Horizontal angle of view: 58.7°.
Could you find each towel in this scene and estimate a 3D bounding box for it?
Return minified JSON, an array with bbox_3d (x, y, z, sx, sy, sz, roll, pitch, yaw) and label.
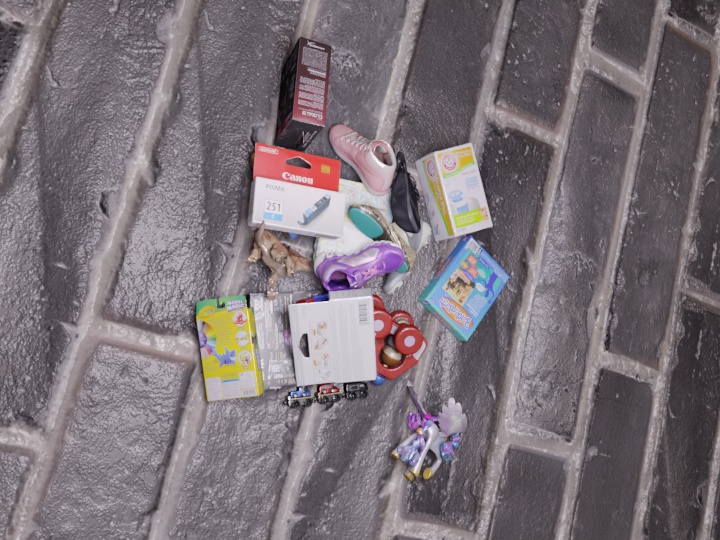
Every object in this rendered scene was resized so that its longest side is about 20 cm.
[{"bbox_3d":[-0.013,-0.099,1.425,0.168,0.048,0.204,9,84,-18],"label":"towel"}]

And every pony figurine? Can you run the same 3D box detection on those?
[{"bbox_3d":[0.158,0.363,1.444,0.200,0.165,0.195,-47,135,-21],"label":"pony figurine"}]

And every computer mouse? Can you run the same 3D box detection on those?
[{"bbox_3d":[0.096,-0.154,1.424,0.052,0.202,0.140,-15,132,14],"label":"computer mouse"}]

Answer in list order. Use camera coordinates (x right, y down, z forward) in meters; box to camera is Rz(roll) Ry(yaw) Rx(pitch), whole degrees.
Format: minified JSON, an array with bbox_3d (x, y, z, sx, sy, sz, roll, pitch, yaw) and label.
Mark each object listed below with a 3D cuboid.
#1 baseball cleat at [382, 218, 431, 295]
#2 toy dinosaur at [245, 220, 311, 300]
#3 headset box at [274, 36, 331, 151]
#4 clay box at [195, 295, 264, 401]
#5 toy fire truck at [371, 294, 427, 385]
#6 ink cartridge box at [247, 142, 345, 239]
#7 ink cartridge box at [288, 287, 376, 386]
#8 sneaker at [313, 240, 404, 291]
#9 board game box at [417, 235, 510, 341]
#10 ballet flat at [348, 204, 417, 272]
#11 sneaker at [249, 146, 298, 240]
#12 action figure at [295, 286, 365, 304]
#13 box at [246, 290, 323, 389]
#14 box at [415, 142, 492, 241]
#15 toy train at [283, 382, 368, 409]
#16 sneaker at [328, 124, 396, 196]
[{"bbox_3d":[0.085,-0.045,1.474,0.106,0.070,0.202,39,64,-12],"label":"baseball cleat"},{"bbox_3d":[-0.179,-0.039,1.319,0.084,0.137,0.201,-21,131,11],"label":"toy dinosaur"},{"bbox_3d":[-0.124,-0.357,1.350,0.074,0.148,0.204,9,76,-20],"label":"headset box"},{"bbox_3d":[-0.265,0.156,1.301,0.113,0.048,0.204,-7,89,9],"label":"clay box"},{"bbox_3d":[0.040,0.164,1.428,0.198,0.112,0.170,29,101,-17],"label":"toy fire truck"},{"bbox_3d":[-0.127,-0.167,1.328,0.196,0.045,0.180,8,79,-24],"label":"ink cartridge box"},{"bbox_3d":[-0.055,0.141,1.327,0.170,0.044,0.204,-4,116,-3],"label":"ink cartridge box"},{"bbox_3d":[0.000,0.000,1.345,0.196,0.089,0.082,-12,123,1],"label":"sneaker"},{"bbox_3d":[0.251,0.043,1.541,0.152,0.045,0.201,43,72,-14],"label":"board game box"},{"bbox_3d":[0.053,-0.084,1.396,0.200,0.067,0.076,47,53,-17],"label":"ballet flat"},{"bbox_3d":[-0.162,-0.170,1.373,0.087,0.075,0.203,-24,96,-21],"label":"sneaker"},{"bbox_3d":[-0.054,0.065,1.387,0.199,0.051,0.067,-21,98,-50],"label":"action figure"},{"bbox_3d":[-0.161,0.147,1.370,0.157,0.043,0.204,-2,87,-22],"label":"box"},{"bbox_3d":[0.219,-0.184,1.512,0.111,0.101,0.204,-15,92,-22],"label":"box"},{"bbox_3d":[-0.074,0.269,1.403,0.196,0.034,0.047,-4,85,-22],"label":"toy train"},{"bbox_3d":[0.010,-0.269,1.402,0.075,0.105,0.201,-25,70,-31],"label":"sneaker"}]
